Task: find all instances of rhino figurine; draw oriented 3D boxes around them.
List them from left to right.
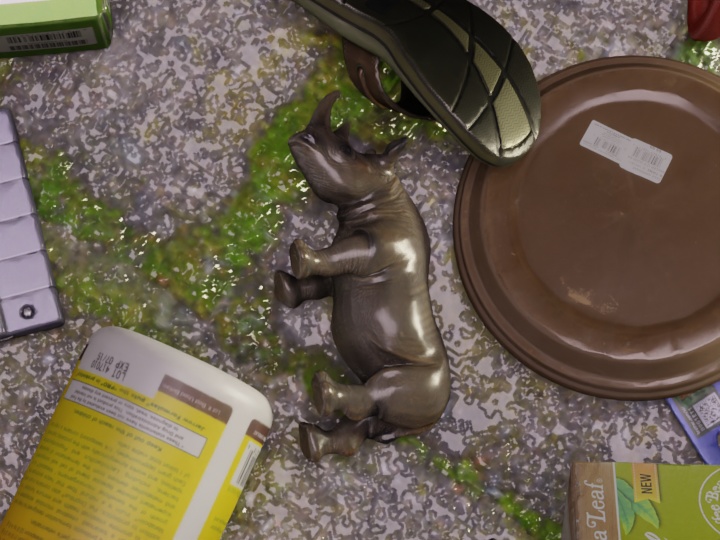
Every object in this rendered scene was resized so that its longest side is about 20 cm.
[{"bbox_3d":[0.000,0.000,1.537,0.087,0.060,0.200,-6,82,-22],"label":"rhino figurine"}]

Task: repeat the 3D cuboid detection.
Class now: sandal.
[{"bbox_3d":[0.020,-0.125,1.558,0.201,0.057,0.080,41,45,19],"label":"sandal"}]

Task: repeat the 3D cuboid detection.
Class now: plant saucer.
[{"bbox_3d":[0.150,-0.028,1.544,0.200,0.029,0.201,-1,72,4],"label":"plant saucer"}]

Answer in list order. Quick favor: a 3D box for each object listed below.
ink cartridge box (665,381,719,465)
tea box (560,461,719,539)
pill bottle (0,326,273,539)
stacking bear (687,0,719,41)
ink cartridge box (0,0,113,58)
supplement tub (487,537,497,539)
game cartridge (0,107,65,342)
[{"bbox_3d":[0.280,0.063,1.550,0.200,0.042,0.119,-31,84,-4],"label":"ink cartridge box"},{"bbox_3d":[0.201,0.215,1.436,0.196,0.134,0.200,1,43,-2],"label":"tea box"},{"bbox_3d":[-0.132,0.138,1.492,0.109,0.109,0.200,25,82,1],"label":"pill bottle"},{"bbox_3d":[0.292,-0.181,1.550,0.200,0.114,0.122,6,83,-5],"label":"stacking bear"},{"bbox_3d":[-0.218,-0.221,1.552,0.147,0.076,0.200,-5,82,-2],"label":"ink cartridge box"},{"bbox_3d":[-0.002,0.216,1.489,0.200,0.107,0.107,-27,84,-5],"label":"supplement tub"},{"bbox_3d":[-0.274,-0.007,1.546,0.200,0.038,0.130,-15,88,-3],"label":"game cartridge"}]
